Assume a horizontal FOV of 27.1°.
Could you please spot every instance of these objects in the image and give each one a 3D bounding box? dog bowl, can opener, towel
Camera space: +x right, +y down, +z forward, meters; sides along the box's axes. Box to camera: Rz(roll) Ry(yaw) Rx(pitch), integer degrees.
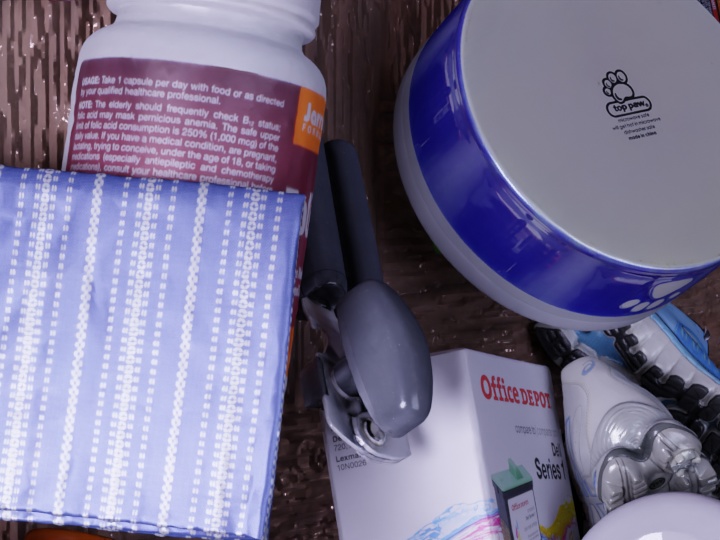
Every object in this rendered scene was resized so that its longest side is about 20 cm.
[{"bbox_3d":[0.123,-0.074,0.812,0.199,0.079,0.201,11,62,-22],"label":"dog bowl"},{"bbox_3d":[0.000,0.000,0.709,0.053,0.067,0.201,27,39,-37],"label":"can opener"},{"bbox_3d":[-0.127,0.031,0.611,0.024,0.199,0.145,36,59,-84],"label":"towel"}]

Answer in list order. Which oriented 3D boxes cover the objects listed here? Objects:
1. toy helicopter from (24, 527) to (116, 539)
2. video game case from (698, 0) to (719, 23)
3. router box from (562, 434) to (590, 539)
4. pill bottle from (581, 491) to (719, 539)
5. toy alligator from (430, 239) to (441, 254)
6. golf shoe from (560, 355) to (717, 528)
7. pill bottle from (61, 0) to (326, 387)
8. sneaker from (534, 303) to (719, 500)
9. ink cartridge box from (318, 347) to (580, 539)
[{"bbox_3d":[-0.112,0.136,0.600,0.132,0.199,0.079,28,62,-43],"label":"toy helicopter"},{"bbox_3d":[0.243,-0.161,1.005,0.180,0.025,0.201,-28,110,-36],"label":"video game case"},{"bbox_3d":[0.160,0.200,0.938,0.157,0.052,0.201,-5,96,-40],"label":"router box"},{"bbox_3d":[0.183,0.196,0.774,0.200,0.112,0.113,46,63,-52],"label":"pill bottle"},{"bbox_3d":[0.121,-0.061,0.884,0.200,0.054,0.060,-33,114,-35],"label":"toy alligator"},{"bbox_3d":[0.155,0.123,0.847,0.078,0.097,0.200,-24,138,-8],"label":"golf shoe"},{"bbox_3d":[-0.076,-0.045,0.674,0.114,0.114,0.201,10,87,-41],"label":"pill bottle"},{"bbox_3d":[0.199,0.066,0.905,0.200,0.078,0.090,50,39,9],"label":"sneaker"},{"bbox_3d":[0.056,0.146,0.758,0.145,0.084,0.201,17,61,-65],"label":"ink cartridge box"}]
